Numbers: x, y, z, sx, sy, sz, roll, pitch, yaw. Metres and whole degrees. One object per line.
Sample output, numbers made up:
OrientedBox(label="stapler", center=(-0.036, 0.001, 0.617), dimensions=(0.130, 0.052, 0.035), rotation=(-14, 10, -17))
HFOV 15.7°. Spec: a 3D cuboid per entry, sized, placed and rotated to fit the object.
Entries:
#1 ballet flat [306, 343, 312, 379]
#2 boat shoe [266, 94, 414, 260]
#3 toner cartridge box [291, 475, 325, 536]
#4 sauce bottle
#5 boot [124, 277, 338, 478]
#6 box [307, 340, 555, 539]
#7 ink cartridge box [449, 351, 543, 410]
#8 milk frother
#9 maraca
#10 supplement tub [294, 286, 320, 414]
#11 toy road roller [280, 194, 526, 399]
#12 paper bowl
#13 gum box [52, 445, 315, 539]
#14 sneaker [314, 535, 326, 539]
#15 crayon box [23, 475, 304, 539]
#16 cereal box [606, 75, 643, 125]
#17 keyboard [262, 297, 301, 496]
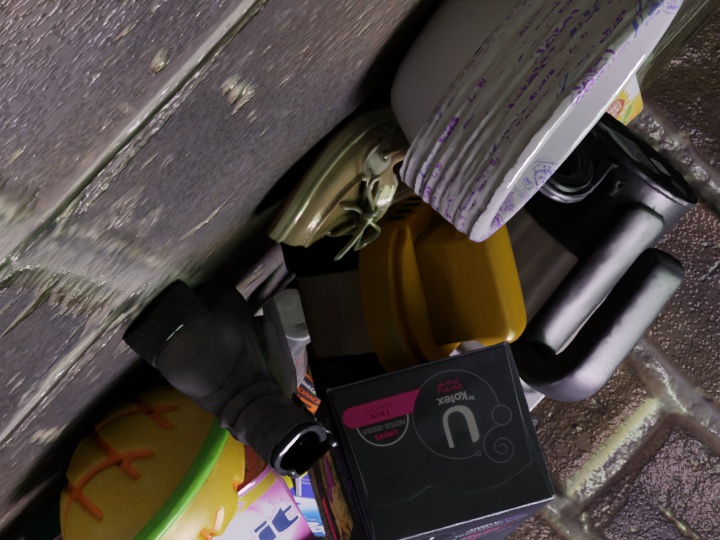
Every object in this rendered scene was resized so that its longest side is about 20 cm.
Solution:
OrientedBox(label="ballet flat", center=(0.000, 0.000, 1.913), dimensions=(0.068, 0.075, 0.201), rotation=(-14, 139, -49))
OrientedBox(label="boat shoe", center=(0.014, -0.062, 1.625), dimensions=(0.200, 0.063, 0.073), rotation=(-41, 173, -46))
OrientedBox(label="toner cartridge box", center=(-0.053, 0.174, 2.054), dimensions=(0.095, 0.043, 0.199), rotation=(-20, 158, 38))
OrientedBox(label="sauce bottle", center=(-0.075, 0.074, 1.934), dimensions=(0.066, 0.066, 0.200), rotation=(-44, 176, -29))
OrientedBox(label="boot", center=(-0.070, 0.073, 1.589), dimensions=(0.070, 0.132, 0.200), rotation=(-48, 175, 8))
OrientedBox(label="box", center=(0.038, 0.126, 1.665), dimensions=(0.121, 0.107, 0.200), rotation=(-15, 169, -11))
OrientedBox(label="ink cartridge box", center=(0.102, 0.010, 2.140), dimensions=(0.117, 0.200, 0.067), rotation=(-45, 175, -19))
OrientedBox(label="milk frother", center=(0.113, -0.027, 1.839), dimensions=(0.188, 0.199, 0.181), rotation=(-51, -159, 14))
OrientedBox(label="maraca", center=(-0.124, 0.122, 1.687), dimensions=(0.137, 0.107, 0.201), rotation=(-22, -149, 49))
OrientedBox(label="supplement tub", center=(-0.042, 0.087, 2.073), dimensions=(0.107, 0.107, 0.200), rotation=(-41, 172, -48))
OrientedBox(label="toy road roller", center=(0.045, 0.001, 1.721), dimensions=(0.145, 0.124, 0.200), rotation=(-7, -165, 22))
OrientedBox(label="paper bowl", center=(0.096, -0.123, 1.560), dimensions=(0.201, 0.104, 0.201), rotation=(-50, 173, -9))
OrientedBox(label="gum box", center=(-0.131, 0.193, 1.781), dimensions=(0.200, 0.066, 0.114), rotation=(-38, 147, -8))
OrientedBox(label="sneaker", center=(-0.068, 0.220, 1.860), dimensions=(0.200, 0.087, 0.078), rotation=(-37, 150, 9))
OrientedBox(label="crayon box", center=(-0.129, 0.160, 1.855), dimensions=(0.200, 0.051, 0.127), rotation=(-41, 147, -3))
OrientedBox(label="cereal box", center=(0.134, -0.125, 1.892), dimensions=(0.144, 0.040, 0.200), rotation=(-42, 154, -7))
OrientedBox(label="keyboard", center=(-0.050, 0.087, 1.729), dimensions=(0.011, 0.057, 0.200), rotation=(-19, 154, -10))
